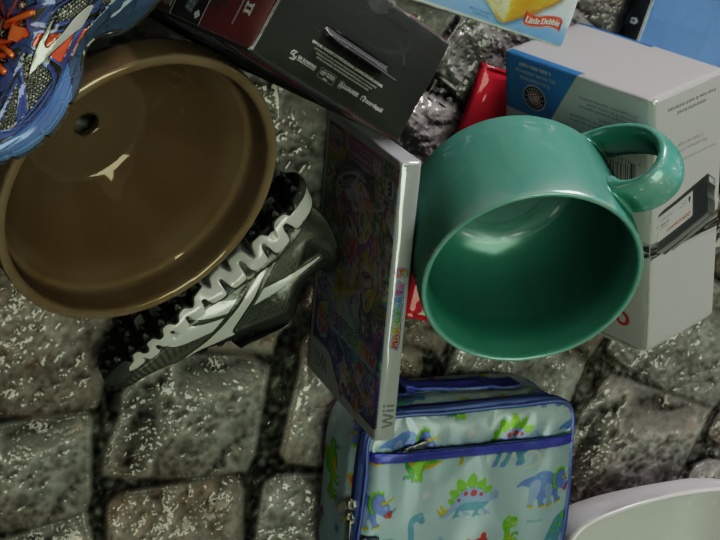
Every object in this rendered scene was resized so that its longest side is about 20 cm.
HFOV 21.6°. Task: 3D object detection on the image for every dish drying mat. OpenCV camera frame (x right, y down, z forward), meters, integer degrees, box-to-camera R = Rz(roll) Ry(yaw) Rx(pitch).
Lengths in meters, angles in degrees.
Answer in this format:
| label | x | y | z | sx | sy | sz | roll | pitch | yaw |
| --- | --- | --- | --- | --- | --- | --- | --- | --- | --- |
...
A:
| label | x | y | z | sx | sy | sz | roll | pitch | yaw |
| --- | --- | --- | --- | --- | --- | --- | --- | --- | --- |
| dish drying mat | 0.091 | -0.053 | 1.432 | 0.077 | 0.018 | 0.201 | 12 | 103 | -30 |

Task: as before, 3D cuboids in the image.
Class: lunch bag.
| label | x | y | z | sx | sy | sz | roll | pitch | yaw |
| --- | --- | --- | --- | --- | --- | --- | --- | --- | --- |
| lunch bag | 0.068 | 0.161 | 1.466 | 0.199 | 0.082 | 0.161 | -1 | 107 | -28 |

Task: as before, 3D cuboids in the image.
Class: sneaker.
| label | x | y | z | sx | sy | sz | roll | pitch | yaw |
| --- | --- | --- | --- | --- | --- | --- | --- | --- | --- |
| sneaker | -0.195 | -0.147 | 1.118 | 0.200 | 0.075 | 0.078 | -54 | 140 | -11 |
| sneaker | -0.092 | 0.026 | 1.330 | 0.200 | 0.066 | 0.091 | -41 | 121 | 3 |

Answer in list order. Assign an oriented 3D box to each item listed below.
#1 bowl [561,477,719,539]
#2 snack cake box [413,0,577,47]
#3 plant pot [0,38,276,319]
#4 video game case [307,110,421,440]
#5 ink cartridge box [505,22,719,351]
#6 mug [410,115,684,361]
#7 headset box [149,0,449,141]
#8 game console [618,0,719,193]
| label | x | y | z | sx | sy | sz | roll | pitch | yaw |
| --- | --- | --- | --- | --- | --- | --- | --- | --- | --- |
| bowl | 0.233 | 0.266 | 1.592 | 0.199 | 0.075 | 0.201 | -8 | 113 | -24 |
| snack cake box | 0.043 | -0.215 | 1.269 | 0.200 | 0.115 | 0.067 | 10 | 104 | -42 |
| plant pot | -0.162 | -0.075 | 1.236 | 0.200 | 0.093 | 0.201 | -21 | 135 | -22 |
| video game case | 0.000 | 0.000 | 1.331 | 0.018 | 0.143 | 0.201 | -3 | 110 | -21 |
| ink cartridge box | 0.184 | -0.062 | 1.385 | 0.084 | 0.144 | 0.201 | -24 | 125 | -35 |
| mug | 0.122 | -0.033 | 1.298 | 0.184 | 0.115 | 0.152 | -8 | 131 | -5 |
| headset box | -0.053 | -0.163 | 1.190 | 0.149 | 0.200 | 0.077 | 27 | 92 | -48 |
| game console | 0.280 | -0.161 | 1.415 | 0.176 | 0.031 | 0.201 | 21 | 99 | 12 |
